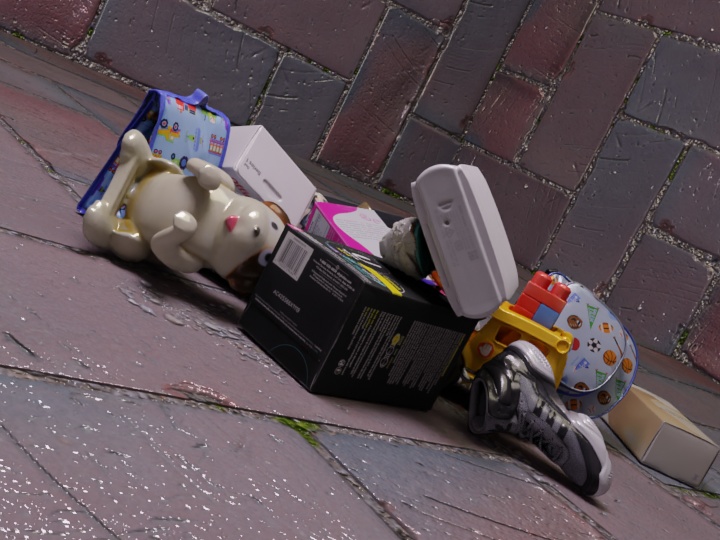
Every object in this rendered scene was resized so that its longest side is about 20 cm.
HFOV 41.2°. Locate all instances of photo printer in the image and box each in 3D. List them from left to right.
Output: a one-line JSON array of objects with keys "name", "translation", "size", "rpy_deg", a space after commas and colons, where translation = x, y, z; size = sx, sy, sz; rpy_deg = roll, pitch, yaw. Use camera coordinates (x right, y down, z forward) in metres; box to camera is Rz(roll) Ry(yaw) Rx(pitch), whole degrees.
[{"name": "photo printer", "translation": [0.123, -0.037, 1.078], "size": [0.200, 0.069, 0.167], "rpy_deg": [-18, 88, -76]}]

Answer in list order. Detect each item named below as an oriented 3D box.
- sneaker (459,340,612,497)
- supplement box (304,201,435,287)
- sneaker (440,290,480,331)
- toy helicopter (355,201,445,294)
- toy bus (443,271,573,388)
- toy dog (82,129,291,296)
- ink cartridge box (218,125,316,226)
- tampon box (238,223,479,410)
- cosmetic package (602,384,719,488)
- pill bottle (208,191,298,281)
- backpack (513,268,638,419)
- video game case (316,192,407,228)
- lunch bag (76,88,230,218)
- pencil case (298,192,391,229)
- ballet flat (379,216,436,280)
[{"name": "sneaker", "translation": [0.190, 0.179, 1.080], "size": [0.114, 0.076, 0.200], "rpy_deg": [-16, 62, -29]}, {"name": "supplement box", "translation": [0.000, 0.000, 1.301], "size": [0.101, 0.103, 0.200], "rpy_deg": [7, 30, -31]}, {"name": "sneaker", "translation": [0.138, 0.073, 1.478], "size": [0.088, 0.081, 0.200], "rpy_deg": [51, 24, -19]}, {"name": "toy helicopter", "translation": [0.051, -0.023, 1.399], "size": [0.200, 0.079, 0.132], "rpy_deg": [54, 5, 20]}, {"name": "toy bus", "translation": [0.177, 0.081, 1.223], "size": [0.200, 0.192, 0.136], "rpy_deg": [27, 10, 13]}, {"name": "toy dog", "translation": [-0.180, -0.041, 1.078], "size": [0.200, 0.140, 0.194], "rpy_deg": [15, -31, 14]}, {"name": "ink cartridge box", "translation": [-0.185, -0.130, 1.382], "size": [0.200, 0.084, 0.145], "rpy_deg": [5, -32, 42]}, {"name": "tampon box", "translation": [0.000, 0.055, 1.058], "size": [0.200, 0.126, 0.150], "rpy_deg": [18, 13, -47]}, {"name": "cosmetic package", "translation": [0.450, 0.243, 1.458], "size": [0.105, 0.071, 0.200], "rpy_deg": [25, 9, -10]}, {"name": "pill bottle", "translation": [-0.112, -0.013, 1.198], "size": [0.200, 0.106, 0.106], "rpy_deg": [30, 9, 21]}, {"name": "backpack", "translation": [0.296, 0.116, 1.359], "size": [0.190, 0.200, 0.154], "rpy_deg": [41, -12, -5]}, {"name": "video game case", "translation": [-0.020, -0.081, 1.655], "size": [0.200, 0.026, 0.181], "rpy_deg": [14, -13, -21]}, {"name": "lunch bag", "translation": [-0.242, -0.136, 1.218], "size": [0.094, 0.200, 0.151], "rpy_deg": [31, 10, 26]}, {"name": "pencil case", "translation": [-0.023, -0.060, 1.531], "size": [0.200, 0.090, 0.078], "rpy_deg": [25, 8, -35]}, {"name": "ballet flat", "translation": [0.057, -0.022, 1.107], "size": [0.072, 0.072, 0.200], "rpy_deg": [29, 5, 15]}]
